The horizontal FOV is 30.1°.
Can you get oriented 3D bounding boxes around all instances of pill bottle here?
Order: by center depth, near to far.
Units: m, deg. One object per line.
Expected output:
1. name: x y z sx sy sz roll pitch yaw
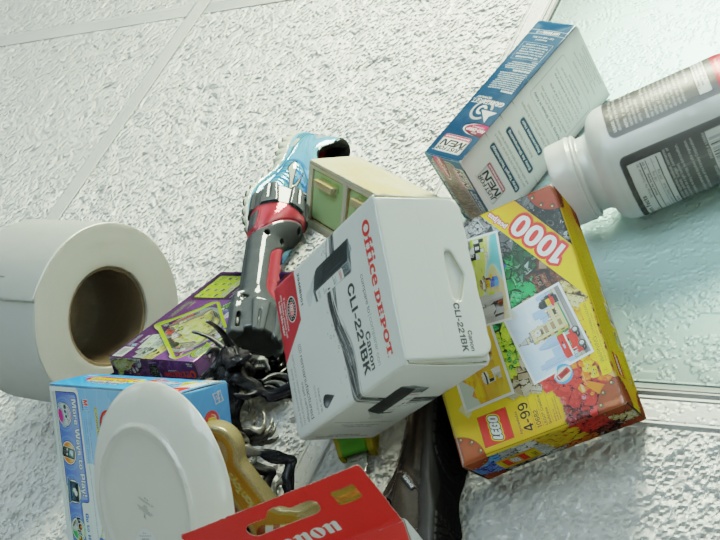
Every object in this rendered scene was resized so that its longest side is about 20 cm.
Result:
1. pill bottle: 0.276 -0.116 1.244 0.198 0.111 0.112 -23 38 17

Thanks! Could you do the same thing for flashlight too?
1. flashlight: -0.092 0.001 1.385 0.067 0.068 0.202 -6 49 10

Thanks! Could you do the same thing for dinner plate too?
1. dinner plate: -0.176 0.196 1.136 0.024 0.203 0.199 -9 13 -44

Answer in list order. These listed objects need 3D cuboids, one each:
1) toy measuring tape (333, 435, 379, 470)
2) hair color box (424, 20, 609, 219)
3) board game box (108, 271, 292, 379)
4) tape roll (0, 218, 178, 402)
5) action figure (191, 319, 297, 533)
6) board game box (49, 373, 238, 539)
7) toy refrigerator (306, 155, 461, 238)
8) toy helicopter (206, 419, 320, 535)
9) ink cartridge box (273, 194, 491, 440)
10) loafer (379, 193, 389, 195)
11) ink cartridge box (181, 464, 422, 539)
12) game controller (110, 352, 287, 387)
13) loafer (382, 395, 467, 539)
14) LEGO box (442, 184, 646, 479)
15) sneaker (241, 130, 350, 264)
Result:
1. toy measuring tape: -0.014 0.147 1.228 0.073 0.074 0.202 -18 40 22
2. hair color box: 0.164 -0.153 1.383 0.200 0.100 0.060 -49 38 -17
3. board game box: -0.157 0.056 1.411 0.119 0.033 0.200 -5 23 37
4. tape roll: -0.318 0.046 1.474 0.138 0.203 0.204 3 51 41
5. action figure: -0.091 0.141 1.216 0.118 0.101 0.203 -28 74 49
6. board game box: -0.194 0.199 1.213 0.194 0.203 0.055 -1 7 42
7. toy refrigerator: 0.017 -0.056 1.397 0.069 0.077 0.199 -7 24 -31
8. toy helicopter: -0.081 0.217 1.123 0.132 0.201 0.079 -36 1 20
9. ink cartridge box: 0.013 0.043 1.122 0.200 0.083 0.146 -40 55 52
10. loafer: 0.000 0.000 1.316 0.200 0.075 0.069 -49 57 36
11. ink cartridge box: -0.020 0.247 1.015 0.159 0.201 0.050 -24 38 16
12. game controller: -0.168 0.110 1.365 0.197 0.043 0.105 -14 33 -6
13. loafer: 0.046 0.180 1.140 0.070 0.073 0.202 -17 40 24
14. LEGO box: 0.136 0.053 1.137 0.147 0.077 0.202 -23 65 17
15. sneaker: -0.068 -0.089 1.523 0.089 0.079 0.202 -4 47 31
